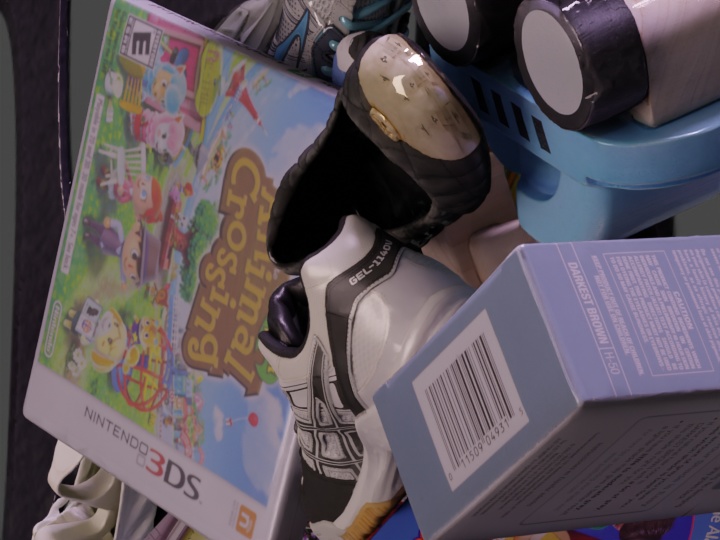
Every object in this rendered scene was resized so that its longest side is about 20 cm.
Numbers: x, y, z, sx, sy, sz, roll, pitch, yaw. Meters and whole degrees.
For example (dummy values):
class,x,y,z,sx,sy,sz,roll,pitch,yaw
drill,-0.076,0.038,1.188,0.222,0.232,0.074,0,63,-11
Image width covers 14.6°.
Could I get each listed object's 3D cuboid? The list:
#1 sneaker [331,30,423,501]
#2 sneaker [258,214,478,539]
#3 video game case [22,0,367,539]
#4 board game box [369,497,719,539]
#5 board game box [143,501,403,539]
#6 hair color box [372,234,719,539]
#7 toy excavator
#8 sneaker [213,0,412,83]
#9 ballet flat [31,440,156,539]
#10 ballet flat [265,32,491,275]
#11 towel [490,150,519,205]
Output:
class,x,y,z,sx,sy,sz,roll,pitch,yaw
sneaker,0.000,0.000,1.183,0.076,0.076,0.202,-5,88,22
sneaker,0.001,0.039,1.074,0.088,0.076,0.200,39,152,7
video game case,-0.069,0.003,1.201,0.182,0.022,0.201,27,109,43
board game box,0.055,0.139,1.046,0.134,0.200,0.045,28,156,41
board game box,-0.049,0.137,1.243,0.200,0.032,0.120,-47,45,-7
hair color box,0.115,0.037,0.952,0.099,0.199,0.061,-47,55,45
toy excavator,0.075,-0.045,1.027,0.194,0.099,0.201,36,141,49
sneaker,-0.002,-0.106,1.240,0.087,0.077,0.200,65,149,21
ballet flat,-0.135,0.119,1.436,0.069,0.069,0.201,43,126,45
ballet flat,0.006,-0.033,1.021,0.067,0.057,0.200,54,165,8
towel,0.078,0.013,1.168,0.200,0.018,0.086,58,140,35
